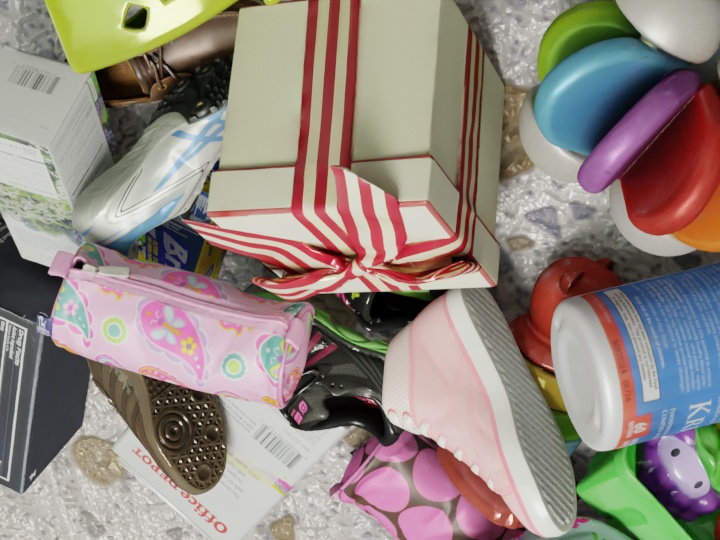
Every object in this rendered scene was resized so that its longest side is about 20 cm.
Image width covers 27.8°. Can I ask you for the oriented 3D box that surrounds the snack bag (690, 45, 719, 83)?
[{"bbox_3d":[0.300,-0.108,1.028,0.187,0.021,0.201,22,125,11],"label":"snack bag"}]

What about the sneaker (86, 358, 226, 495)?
[{"bbox_3d":[-0.180,0.097,1.222,0.075,0.070,0.201,-24,93,54],"label":"sneaker"}]

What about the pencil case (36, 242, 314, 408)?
[{"bbox_3d":[-0.136,0.040,1.091,0.198,0.088,0.088,16,122,10],"label":"pencil case"}]

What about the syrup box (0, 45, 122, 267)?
[{"bbox_3d":[-0.247,-0.081,1.179,0.078,0.082,0.200,17,152,13],"label":"syrup box"}]

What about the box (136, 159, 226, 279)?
[{"bbox_3d":[-0.157,-0.007,1.236,0.064,0.070,0.201,28,124,8],"label":"box"}]

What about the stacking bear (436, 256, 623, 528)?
[{"bbox_3d":[0.146,0.082,1.143,0.114,0.121,0.201,38,118,30],"label":"stacking bear"}]

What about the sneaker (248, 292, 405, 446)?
[{"bbox_3d":[-0.045,0.079,1.145,0.198,0.084,0.077,19,144,1],"label":"sneaker"}]

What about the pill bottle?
[{"bbox_3d":[0.246,0.053,1.040,0.198,0.112,0.113,-13,116,-9],"label":"pill bottle"}]

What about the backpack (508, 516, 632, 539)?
[{"bbox_3d":[0.154,0.295,1.140,0.178,0.151,0.200,44,120,-12],"label":"backpack"}]

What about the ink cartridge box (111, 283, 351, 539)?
[{"bbox_3d":[-0.105,0.131,1.280,0.144,0.085,0.200,41,122,-1],"label":"ink cartridge box"}]

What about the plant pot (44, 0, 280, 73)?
[{"bbox_3d":[-0.120,-0.273,1.011,0.180,0.199,0.201,-11,112,19],"label":"plant pot"}]

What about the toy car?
[{"bbox_3d":[0.198,-0.093,0.977,0.200,0.150,0.175,39,128,0],"label":"toy car"}]

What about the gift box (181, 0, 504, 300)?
[{"bbox_3d":[-0.008,-0.080,1.024,0.183,0.188,0.200,-5,159,26],"label":"gift box"}]

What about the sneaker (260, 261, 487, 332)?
[{"bbox_3d":[0.000,0.000,1.166,0.198,0.088,0.074,14,121,15],"label":"sneaker"}]

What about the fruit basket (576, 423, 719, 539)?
[{"bbox_3d":[0.298,0.161,1.109,0.214,0.156,0.217,22,138,22],"label":"fruit basket"}]

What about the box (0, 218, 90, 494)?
[{"bbox_3d":[-0.352,0.063,1.320,0.197,0.123,0.201,23,124,10],"label":"box"}]

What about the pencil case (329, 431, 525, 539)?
[{"bbox_3d":[0.071,0.222,1.259,0.200,0.091,0.094,42,93,-3],"label":"pencil case"}]

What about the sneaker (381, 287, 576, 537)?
[{"bbox_3d":[0.082,0.117,1.081,0.104,0.075,0.201,-33,68,26],"label":"sneaker"}]

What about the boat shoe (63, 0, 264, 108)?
[{"bbox_3d":[-0.155,-0.164,1.153,0.199,0.068,0.072,-10,112,26],"label":"boat shoe"}]

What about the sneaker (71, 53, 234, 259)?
[{"bbox_3d":[-0.137,-0.088,1.122,0.200,0.072,0.072,-43,127,13],"label":"sneaker"}]
